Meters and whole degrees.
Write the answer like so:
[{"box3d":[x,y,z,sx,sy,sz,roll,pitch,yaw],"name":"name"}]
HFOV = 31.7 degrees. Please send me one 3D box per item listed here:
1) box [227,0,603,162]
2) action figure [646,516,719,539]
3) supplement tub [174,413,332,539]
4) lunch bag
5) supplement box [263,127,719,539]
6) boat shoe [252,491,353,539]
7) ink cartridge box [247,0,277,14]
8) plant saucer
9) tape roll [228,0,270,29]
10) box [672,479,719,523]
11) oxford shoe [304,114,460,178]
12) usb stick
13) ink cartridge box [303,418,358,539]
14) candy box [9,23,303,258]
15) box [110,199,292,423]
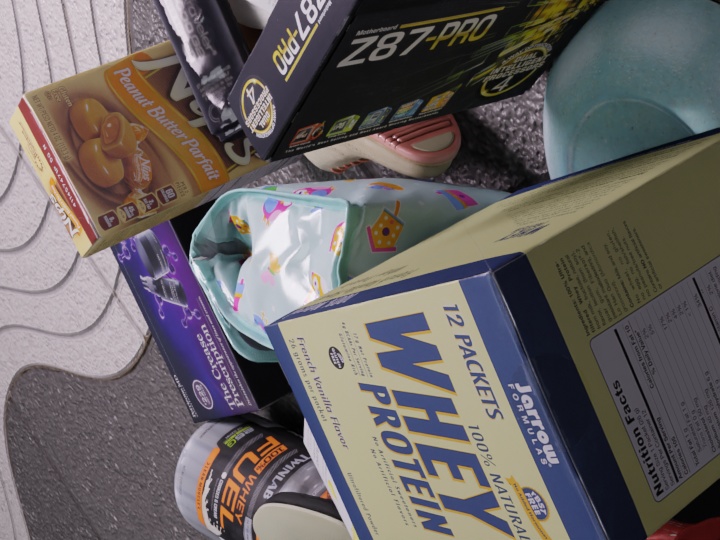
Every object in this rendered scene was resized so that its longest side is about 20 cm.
[{"box3d":[0.046,-0.138,0.651,0.049,0.200,0.161,58,142,18],"name":"box"},{"box3d":[0.087,0.156,0.628,0.200,0.099,0.065,-14,96,63],"name":"action figure"},{"box3d":[-0.067,0.207,1.130,0.200,0.122,0.123,15,125,48],"name":"supplement tub"},{"box3d":[0.000,0.000,0.838,0.200,0.170,0.123,7,97,54],"name":"lunch bag"},{"box3d":[0.099,0.036,0.641,0.200,0.199,0.135,-16,100,56],"name":"supplement box"},{"box3d":[0.014,0.221,1.005,0.201,0.063,0.074,19,127,3],"name":"boat shoe"},{"box3d":[-0.023,-0.228,0.790,0.200,0.050,0.161,30,132,1],"name":"ink cartridge box"},{"box3d":[0.166,-0.052,0.704,0.201,0.039,0.202,34,138,37],"name":"plant saucer"},{"box3d":[-0.078,-0.270,0.885,0.203,0.037,0.203,32,136,37],"name":"tape roll"},{"box3d":[0.192,0.180,0.727,0.079,0.141,0.201,37,139,32],"name":"box"},{"box3d":[0.001,-0.099,0.871,0.200,0.071,0.074,40,139,47],"name":"oxford shoe"},{"box3d":[-0.121,-0.191,0.913,0.055,0.033,0.201,-26,85,24],"name":"usb stick"},{"box3d":[0.030,0.136,0.929,0.200,0.083,0.146,-123,29,-45],"name":"ink cartridge box"},{"box3d":[-0.141,-0.104,0.938,0.116,0.200,0.055,61,150,1],"name":"candy box"},{"box3d":[-0.136,0.028,1.140,0.141,0.079,0.201,-19,97,59],"name":"box"}]
